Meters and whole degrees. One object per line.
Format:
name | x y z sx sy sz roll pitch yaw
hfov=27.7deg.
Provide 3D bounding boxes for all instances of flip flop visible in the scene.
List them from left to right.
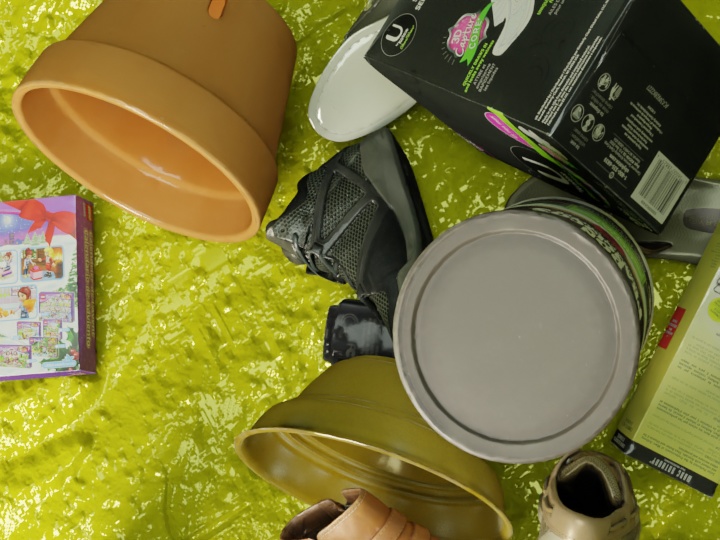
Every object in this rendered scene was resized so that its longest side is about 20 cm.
flip flop | 0.199 -0.037 1.045 0.197 0.058 0.082 5 86 10

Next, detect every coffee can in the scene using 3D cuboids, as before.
coffee can | 0.112 0.030 0.938 0.144 0.200 0.149 1 96 14

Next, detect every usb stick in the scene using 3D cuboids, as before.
usb stick | 0.070 0.059 1.072 0.197 0.033 0.056 7 90 12

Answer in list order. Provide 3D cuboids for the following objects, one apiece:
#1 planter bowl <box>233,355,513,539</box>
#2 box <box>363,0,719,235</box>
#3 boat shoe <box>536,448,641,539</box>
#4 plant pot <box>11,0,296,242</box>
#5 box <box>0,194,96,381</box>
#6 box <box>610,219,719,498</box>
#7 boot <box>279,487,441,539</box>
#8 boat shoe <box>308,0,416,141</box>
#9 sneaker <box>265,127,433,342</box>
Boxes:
planter bowl | 0.019 0.115 1.005 0.198 0.201 0.084 13 66 13
box | 0.130 -0.136 0.989 0.199 0.148 0.125 32 89 48
boat shoe | 0.153 0.152 0.955 0.070 0.200 0.065 13 105 9
plant pot | -0.136 -0.133 1.072 0.198 0.201 0.141 20 70 14
box | -0.307 0.019 1.152 0.197 0.039 0.139 -4 81 11
box | 0.251 0.049 1.008 0.075 0.050 0.202 25 94 -6
boot | 0.052 0.198 0.984 0.199 0.077 0.156 -28 107 40
boat shoe | 0.033 -0.181 1.101 0.072 0.060 0.202 41 94 -23
sneaker | 0.000 0.000 1.060 0.113 0.076 0.201 -24 59 12
